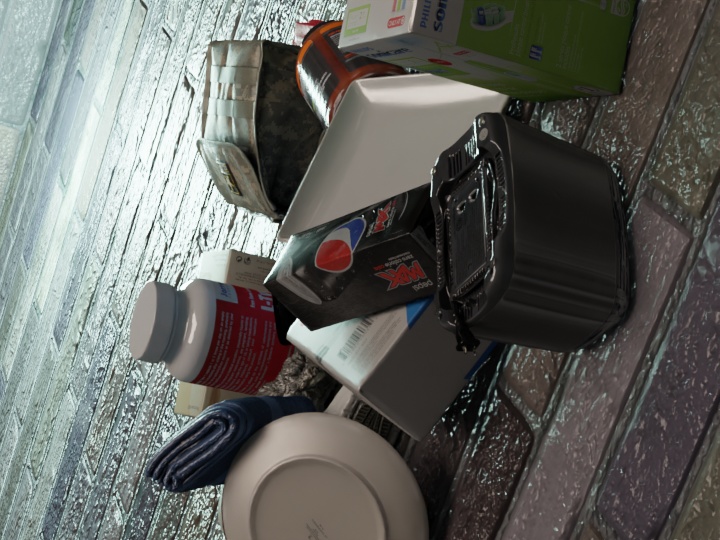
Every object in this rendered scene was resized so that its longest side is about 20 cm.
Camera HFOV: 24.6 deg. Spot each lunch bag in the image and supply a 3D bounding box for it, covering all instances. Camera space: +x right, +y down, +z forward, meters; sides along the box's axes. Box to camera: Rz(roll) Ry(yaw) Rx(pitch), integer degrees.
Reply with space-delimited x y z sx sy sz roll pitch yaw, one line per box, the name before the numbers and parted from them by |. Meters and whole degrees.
lunch bag | -0.113 -0.159 1.893 0.164 0.116 0.203 17 102 63

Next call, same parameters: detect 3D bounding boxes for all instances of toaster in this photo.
toaster | 0.133 -0.019 1.289 0.114 0.128 0.202 -47 37 50

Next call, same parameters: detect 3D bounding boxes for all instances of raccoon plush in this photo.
raccoon plush | -0.107 0.146 1.679 0.097 0.198 0.135 49 143 46

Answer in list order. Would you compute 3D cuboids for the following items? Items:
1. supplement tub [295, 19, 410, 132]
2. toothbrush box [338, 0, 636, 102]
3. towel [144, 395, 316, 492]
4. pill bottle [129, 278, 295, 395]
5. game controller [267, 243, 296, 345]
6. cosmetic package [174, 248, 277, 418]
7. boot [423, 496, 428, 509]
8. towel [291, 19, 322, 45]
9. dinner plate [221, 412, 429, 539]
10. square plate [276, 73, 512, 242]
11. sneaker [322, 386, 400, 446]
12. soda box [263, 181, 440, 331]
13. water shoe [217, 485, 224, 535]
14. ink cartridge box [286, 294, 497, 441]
supplement tub | -0.007 -0.196 1.721 0.108 0.106 0.200 -67 26 22
toothbrush box | 0.103 -0.205 1.363 0.145 0.198 0.087 6 83 65
towel | -0.118 0.158 1.563 0.111 0.200 0.049 -39 75 14
pill bottle | -0.142 0.072 1.774 0.112 0.198 0.114 -41 43 53
game controller | -0.054 -0.017 1.717 0.201 0.042 0.105 -68 -11 -45
cosmetic package | -0.159 0.081 1.968 0.105 0.070 0.203 -6 73 65
boot | -0.039 0.241 1.518 0.198 0.075 0.109 13 102 25
towel | -0.062 -0.196 1.952 0.144 0.022 0.203 25 104 64
dinner plate | -0.036 0.227 1.468 0.202 0.198 0.024 -69 -14 18
square plate | 0.039 -0.100 1.515 0.196 0.029 0.202 0 53 37
sneaker | -0.024 0.193 1.614 0.202 0.077 0.099 -61 16 4
soda box | 0.008 -0.009 1.414 0.199 0.071 0.064 -20 33 47
water shoe | -0.109 0.231 1.775 0.079 0.071 0.201 -54 28 23
ink cartridge box | 0.033 0.048 1.483 0.147 0.084 0.200 -52 23 -3
